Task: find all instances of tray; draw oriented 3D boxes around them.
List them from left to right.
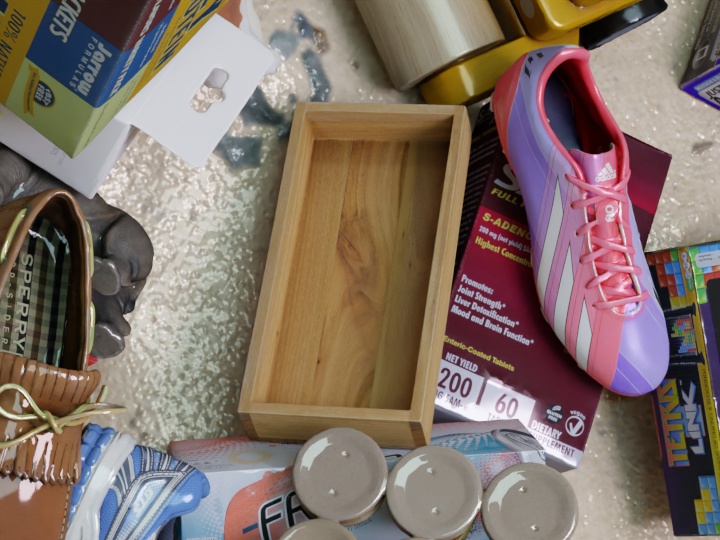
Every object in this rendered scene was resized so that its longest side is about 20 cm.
[{"bbox_3d":[0.000,0.000,1.316,0.098,0.037,0.201,2,58,12],"label":"tray"}]

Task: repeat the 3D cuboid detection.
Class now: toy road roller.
[{"bbox_3d":[0.104,-0.185,1.384,0.200,0.146,0.123,-25,88,-24],"label":"toy road roller"}]

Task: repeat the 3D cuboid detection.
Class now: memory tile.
[{"bbox_3d":[0.023,0.183,1.206,0.153,0.017,0.201,9,71,7],"label":"memory tile"}]

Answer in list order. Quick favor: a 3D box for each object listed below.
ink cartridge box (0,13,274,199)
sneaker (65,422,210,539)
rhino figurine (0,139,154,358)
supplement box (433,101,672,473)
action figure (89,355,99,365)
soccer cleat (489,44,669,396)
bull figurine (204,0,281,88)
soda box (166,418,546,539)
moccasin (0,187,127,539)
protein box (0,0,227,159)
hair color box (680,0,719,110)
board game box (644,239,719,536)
[{"bbox_3d":[-0.158,-0.119,1.277,0.200,0.067,0.117,33,44,-2],"label":"ink cartridge box"},{"bbox_3d":[-0.123,0.183,1.224,0.085,0.077,0.201,12,100,2],"label":"sneaker"},{"bbox_3d":[-0.191,-0.041,1.280,0.200,0.087,0.060,38,112,-9],"label":"rhino figurine"},{"bbox_3d":[0.097,0.007,1.389,0.109,0.061,0.201,24,71,-16],"label":"supplement box"},{"bbox_3d":[-0.215,0.049,1.238,0.200,0.065,0.052,-4,117,-43],"label":"action figure"},{"bbox_3d":[0.127,-0.028,1.332,0.067,0.076,0.201,-16,85,-24],"label":"soccer cleat"},{"bbox_3d":[-0.113,-0.191,1.347,0.200,0.065,0.122,33,66,-12],"label":"bull figurine"},{"bbox_3d":[-0.003,0.123,1.291,0.199,0.068,0.064,-4,102,-9],"label":"soda box"},{"bbox_3d":[-0.158,0.057,1.170,0.073,0.078,0.202,20,61,-27],"label":"moccasin"},{"bbox_3d":[-0.150,-0.206,1.203,0.200,0.135,0.199,37,49,2],"label":"protein box"},{"bbox_3d":[0.309,-0.123,1.497,0.200,0.065,0.110,25,72,-13],"label":"hair color box"},{"bbox_3d":[0.258,0.058,1.414,0.199,0.057,0.166,-8,89,-35],"label":"board game box"}]
